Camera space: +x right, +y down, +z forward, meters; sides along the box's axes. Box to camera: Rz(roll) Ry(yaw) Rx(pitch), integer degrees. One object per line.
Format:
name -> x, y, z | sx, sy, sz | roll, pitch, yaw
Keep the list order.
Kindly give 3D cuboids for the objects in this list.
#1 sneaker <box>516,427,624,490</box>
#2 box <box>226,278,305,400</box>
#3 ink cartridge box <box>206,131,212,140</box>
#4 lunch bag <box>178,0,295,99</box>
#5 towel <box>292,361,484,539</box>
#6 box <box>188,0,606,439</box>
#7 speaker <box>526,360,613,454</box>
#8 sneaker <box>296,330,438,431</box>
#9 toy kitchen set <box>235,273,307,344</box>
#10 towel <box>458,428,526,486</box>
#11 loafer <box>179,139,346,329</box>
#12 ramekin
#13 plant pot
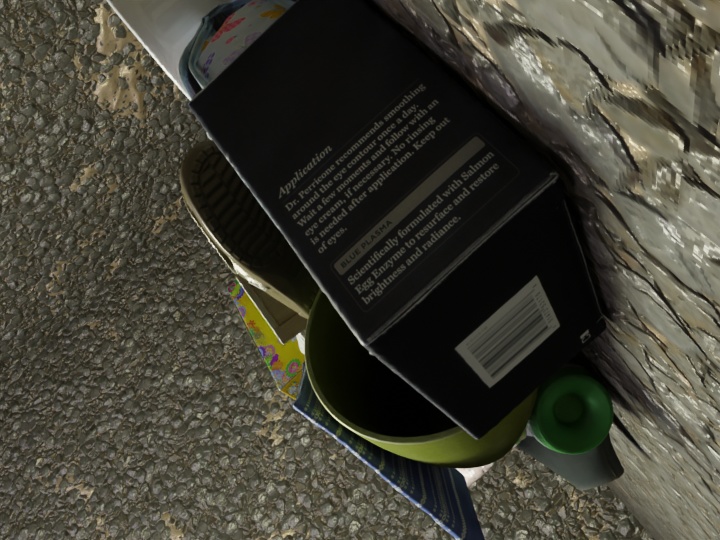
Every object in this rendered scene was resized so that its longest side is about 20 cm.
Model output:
sneaker -> 0.212, 0.208, 0.893 | 0.199, 0.074, 0.108 | -13, 108, 52
box -> -0.051, 0.088, 1.007 | 0.192, 0.122, 0.201 | 43, -172, -48
ink cartridge box -> -0.088, -0.167, 0.919 | 0.085, 0.144, 0.200 | 47, -178, 6
lunch bag -> -0.067, -0.143, 0.661 | 0.170, 0.127, 0.200 | 52, 180, -37
towel -> 0.023, 0.156, 0.642 | 0.199, 0.024, 0.145 | 40, -174, -6
box -> 0.029, -0.029, 0.444 | 0.201, 0.117, 0.197 | 52, -177, 34
speaker -> 0.191, 0.122, 0.768 | 0.089, 0.088, 0.200 | 48, -178, -4
sneaker -> 0.006, 0.106, 0.776 | 0.199, 0.075, 0.082 | 40, 147, 21
toy kitchen set -> 0.000, 0.000, 0.777 | 0.164, 0.199, 0.181 | 55, 180, -12
towel -> 0.064, 0.160, 0.831 | 0.200, 0.032, 0.192 | 42, 139, 9
loafer -> -0.081, -0.021, 0.614 | 0.067, 0.076, 0.201 | 4, 140, 52
ramekin -> -0.185, -0.265, 0.779 | 0.201, 0.097, 0.200 | 51, -179, -1
plant pot -> 0.075, 0.090, 0.627 | 0.188, 0.186, 0.201 | 50, 176, 39
